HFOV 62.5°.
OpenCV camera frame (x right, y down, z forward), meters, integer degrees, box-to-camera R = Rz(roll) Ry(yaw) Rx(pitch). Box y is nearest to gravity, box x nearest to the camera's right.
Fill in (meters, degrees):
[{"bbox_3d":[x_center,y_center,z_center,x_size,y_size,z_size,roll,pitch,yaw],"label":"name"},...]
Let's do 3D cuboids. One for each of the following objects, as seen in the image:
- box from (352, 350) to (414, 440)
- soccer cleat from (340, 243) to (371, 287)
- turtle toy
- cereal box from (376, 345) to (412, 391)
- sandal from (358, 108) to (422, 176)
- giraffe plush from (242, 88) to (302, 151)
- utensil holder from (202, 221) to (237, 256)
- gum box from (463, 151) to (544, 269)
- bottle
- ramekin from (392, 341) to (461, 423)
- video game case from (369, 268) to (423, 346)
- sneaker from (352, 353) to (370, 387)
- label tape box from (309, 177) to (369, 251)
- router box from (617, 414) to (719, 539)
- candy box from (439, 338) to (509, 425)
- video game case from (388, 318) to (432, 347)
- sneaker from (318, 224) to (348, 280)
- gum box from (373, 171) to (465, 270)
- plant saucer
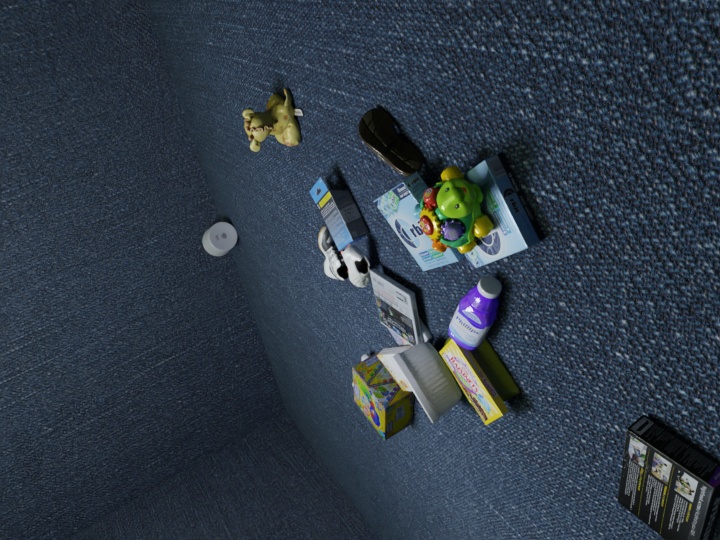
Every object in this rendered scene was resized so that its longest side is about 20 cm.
[{"bbox_3d":[0.075,0.417,1.977,0.193,0.121,0.201,47,152,37],"label":"box"},{"bbox_3d":[0.000,0.000,1.718,0.077,0.069,0.201,36,165,32],"label":"soccer cleat"},{"bbox_3d":[0.163,-0.108,1.079,0.147,0.100,0.200,61,159,12],"label":"turtle toy"},{"bbox_3d":[0.142,0.289,1.733,0.145,0.039,0.200,54,154,-8],"label":"cereal box"},{"bbox_3d":[0.066,-0.276,1.310,0.200,0.082,0.055,48,176,22],"label":"sandal"},{"bbox_3d":[-0.279,-0.442,1.791,0.174,0.161,0.200,67,159,-8],"label":"giraffe plush"},{"bbox_3d":[-0.774,-0.175,3.276,0.172,0.169,0.200,66,156,-5],"label":"utensil holder"},{"bbox_3d":[0.236,-0.104,1.114,0.171,0.044,0.200,64,160,1],"label":"gum box"},{"bbox_3d":[0.248,0.090,1.265,0.083,0.065,0.201,35,145,16],"label":"bottle"},{"bbox_3d":[0.178,0.282,1.542,0.201,0.104,0.200,58,178,3],"label":"ramekin"},{"bbox_3d":[0.100,0.106,1.649,0.200,0.023,0.184,32,141,52],"label":"video game case"},{"bbox_3d":[0.016,0.380,2.106,0.078,0.099,0.202,43,151,41],"label":"sneaker"},{"bbox_3d":[-0.063,-0.171,1.723,0.202,0.063,0.144,64,159,1],"label":"label tape box"},{"bbox_3d":[0.508,0.359,0.979,0.149,0.051,0.202,37,146,48],"label":"router box"},{"bbox_3d":[0.257,0.251,1.360,0.201,0.026,0.102,58,155,17],"label":"candy box"},{"bbox_3d":[0.126,0.159,1.704,0.183,0.023,0.201,57,158,21],"label":"video game case"},{"bbox_3d":[-0.075,-0.057,1.897,0.087,0.076,0.202,23,139,36],"label":"sneaker"},{"bbox_3d":[0.131,-0.100,1.295,0.201,0.044,0.170,54,160,-6],"label":"gum box"},{"bbox_3d":[0.269,0.236,1.417,0.201,0.048,0.200,58,158,16],"label":"plant saucer"}]
